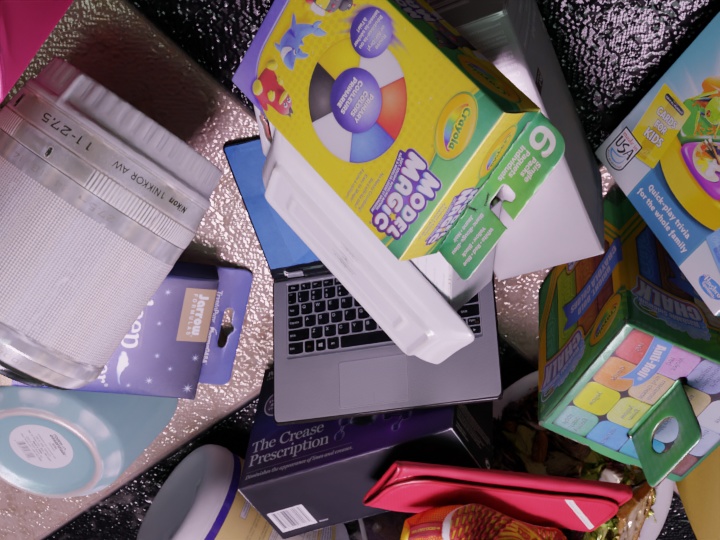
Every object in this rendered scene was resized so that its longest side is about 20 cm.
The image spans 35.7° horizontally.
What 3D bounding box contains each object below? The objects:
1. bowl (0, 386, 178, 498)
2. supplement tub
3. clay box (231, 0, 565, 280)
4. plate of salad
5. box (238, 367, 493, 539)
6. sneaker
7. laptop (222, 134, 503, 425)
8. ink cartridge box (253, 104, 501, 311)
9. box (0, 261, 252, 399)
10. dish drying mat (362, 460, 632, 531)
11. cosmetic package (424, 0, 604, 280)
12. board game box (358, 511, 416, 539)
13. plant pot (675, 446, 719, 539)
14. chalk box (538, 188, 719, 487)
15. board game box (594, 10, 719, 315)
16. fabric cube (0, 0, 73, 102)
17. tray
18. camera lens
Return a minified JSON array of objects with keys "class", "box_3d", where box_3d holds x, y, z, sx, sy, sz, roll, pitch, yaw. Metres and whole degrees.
[{"class":"bowl","box_3d":[-0.276,0.132,1.021,0.200,0.105,0.201,5,130,6]},{"class":"supplement tub","box_3d":[-0.101,0.275,1.081,0.200,0.146,0.145,35,126,-18]},{"class":"clay box","box_3d":[0.018,-0.097,0.671,0.200,0.048,0.115,48,122,23]},{"class":"plate of salad","box_3d":[0.183,0.180,0.955,0.200,0.048,0.200,-1,92,-14]},{"class":"box","box_3d":[0.008,0.128,0.948,0.200,0.141,0.079,-20,123,23]},{"class":"sneaker","box_3d":[0.111,0.231,0.892,0.077,0.073,0.200,-16,139,42]},{"class":"laptop","box_3d":[0.000,0.000,0.859,0.187,0.200,0.116,-9,156,17]},{"class":"ink cartridge box","box_3d":[0.007,-0.066,0.778,0.200,0.050,0.109,43,160,22]},{"class":"box","box_3d":[-0.194,0.046,0.934,0.200,0.032,0.121,6,116,-19]},{"class":"dish drying mat","box_3d":[0.108,0.179,0.875,0.200,0.018,0.077,9,145,-18]},{"class":"cosmetic package","box_3d":[0.100,-0.104,0.769,0.090,0.107,0.200,-17,125,23]},{"class":"board game box","box_3d":[0.085,0.238,0.979,0.200,0.200,0.026,28,111,-23]},{"class":"plant pot","box_3d":[0.373,0.176,0.906,0.200,0.177,0.200,2,129,8]},{"class":"chalk box","box_3d":[0.211,0.062,0.823,0.124,0.200,0.125,23,128,-10]},{"class":"board game box","box_3d":[0.265,-0.091,0.727,0.047,0.151,0.200,-3,142,-41]},{"class":"fabric cube","box_3d":[-0.285,-0.235,0.666,0.200,0.200,0.196,5,128,5]},{"class":"tray","box_3d":[-0.005,-0.010,0.801,0.200,0.022,0.107,48,161,3]},{"class":"camera lens","box_3d":[-0.213,-0.028,0.797,0.160,0.160,0.200,35,88,-18]}]
